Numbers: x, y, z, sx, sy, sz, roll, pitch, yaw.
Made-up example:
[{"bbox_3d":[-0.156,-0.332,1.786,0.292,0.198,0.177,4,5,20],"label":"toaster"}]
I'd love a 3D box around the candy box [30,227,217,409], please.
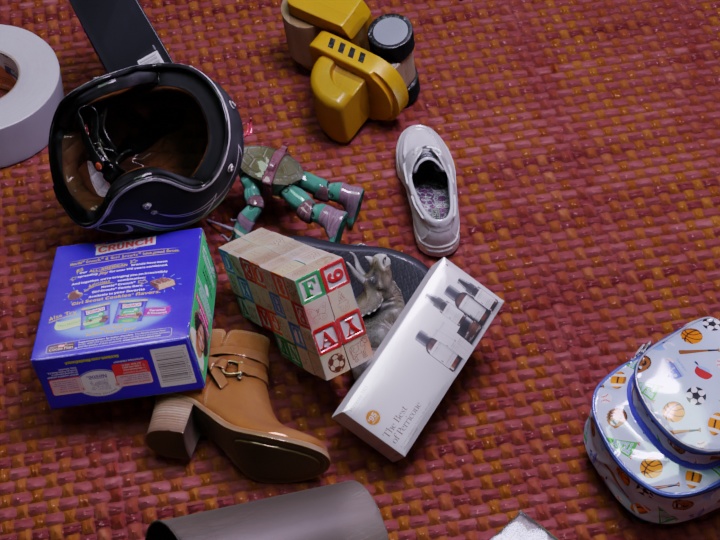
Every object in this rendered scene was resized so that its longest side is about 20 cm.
[{"bbox_3d":[-0.246,0.047,1.720,0.168,0.077,0.200,-8,36,5],"label":"candy box"}]

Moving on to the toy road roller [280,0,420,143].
[{"bbox_3d":[-0.029,-0.250,1.996,0.200,0.123,0.146,28,65,22],"label":"toy road roller"}]

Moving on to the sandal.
[{"bbox_3d":[0.000,-0.001,1.809,0.199,0.076,0.043,17,24,14],"label":"sandal"}]

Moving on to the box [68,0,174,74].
[{"bbox_3d":[-0.266,-0.242,1.963,0.079,0.141,0.200,-30,53,-2],"label":"box"}]

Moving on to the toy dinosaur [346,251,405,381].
[{"bbox_3d":[0.029,0.086,1.736,0.102,0.077,0.201,4,80,1],"label":"toy dinosaur"}]

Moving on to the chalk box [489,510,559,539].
[{"bbox_3d":[0.175,0.343,1.468,0.125,0.124,0.200,-36,59,-29],"label":"chalk box"}]

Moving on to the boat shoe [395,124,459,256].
[{"bbox_3d":[0.078,-0.109,1.902,0.072,0.069,0.201,0,49,0],"label":"boat shoe"}]

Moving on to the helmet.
[{"bbox_3d":[-0.228,-0.132,1.794,0.190,0.201,0.200,-13,47,-36],"label":"helmet"}]

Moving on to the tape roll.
[{"bbox_3d":[-0.465,-0.214,1.995,0.199,0.066,0.201,0,48,-1],"label":"tape roll"}]

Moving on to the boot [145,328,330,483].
[{"bbox_3d":[-0.113,0.132,1.688,0.199,0.074,0.155,12,45,7],"label":"boot"}]

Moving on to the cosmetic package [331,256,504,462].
[{"bbox_3d":[0.060,0.091,1.677,0.082,0.051,0.200,35,72,-3],"label":"cosmetic package"}]

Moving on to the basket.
[{"bbox_3d":[-0.083,0.275,1.515,0.199,0.180,0.137,-12,78,-24],"label":"basket"}]

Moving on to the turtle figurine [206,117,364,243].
[{"bbox_3d":[-0.103,-0.095,1.875,0.199,0.101,0.150,21,51,10],"label":"turtle figurine"}]

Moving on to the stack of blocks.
[{"bbox_3d":[-0.071,0.032,1.720,0.058,0.116,0.200,-26,22,-21],"label":"stack of blocks"}]

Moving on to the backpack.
[{"bbox_3d":[0.325,0.155,1.625,0.190,0.154,0.200,-31,58,-12],"label":"backpack"}]
